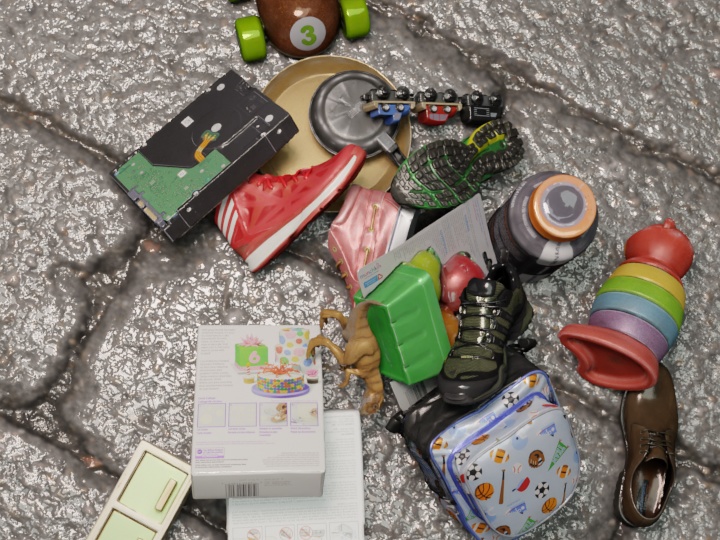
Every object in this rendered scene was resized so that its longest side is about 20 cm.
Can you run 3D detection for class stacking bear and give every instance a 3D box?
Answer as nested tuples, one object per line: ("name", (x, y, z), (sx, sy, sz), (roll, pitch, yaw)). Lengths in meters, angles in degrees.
("stacking bear", (0.337, 0.032, 1.331), (0.113, 0.122, 0.200), (10, 60, 38))

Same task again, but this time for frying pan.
("frying pan", (0.007, -0.159, 1.351), (0.115, 0.031, 0.191), (-21, 79, -8))

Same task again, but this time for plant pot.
("plant pot", (-0.037, -0.168, 1.374), (0.199, 0.027, 0.201), (1, 81, -4))

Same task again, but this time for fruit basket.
("fruit basket", (0.087, 0.034, 1.281), (0.200, 0.094, 0.186), (-37, 121, -36))

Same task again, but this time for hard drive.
("hard drive", (-0.186, -0.139, 1.313), (0.200, 0.038, 0.140), (-42, 49, -10))

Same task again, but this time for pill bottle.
("pill bottle", (0.212, -0.052, 1.287), (0.106, 0.200, 0.107), (1, 80, -4))

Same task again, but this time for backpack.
("backpack", (0.160, 0.209, 1.247), (0.200, 0.154, 0.191), (-30, 125, -7))

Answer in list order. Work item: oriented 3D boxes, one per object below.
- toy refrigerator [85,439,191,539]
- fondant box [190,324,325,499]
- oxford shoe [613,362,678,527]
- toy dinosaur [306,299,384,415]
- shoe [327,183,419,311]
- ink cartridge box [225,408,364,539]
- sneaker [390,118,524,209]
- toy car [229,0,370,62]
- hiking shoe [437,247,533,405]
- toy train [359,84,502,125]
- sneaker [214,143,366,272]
("toy refrigerator", (-0.261, 0.298, 1.251), (0.076, 0.070, 0.200), (28, 78, 1))
("fondant box", (-0.115, 0.155, 1.250), (0.144, 0.058, 0.201), (0, 51, -5))
("oxford shoe", (0.349, 0.204, 1.314), (0.072, 0.084, 0.201), (6, 78, -2))
("toy dinosaur", (-0.004, 0.074, 1.220), (0.106, 0.200, 0.060), (17, 49, 23))
("shoe", (0.000, 0.000, 1.321), (0.091, 0.071, 0.201), (18, 93, 9))
("ink cartridge box", (-0.077, 0.264, 1.286), (0.162, 0.057, 0.201), (-2, 84, -5))
("sneaker", (0.109, -0.113, 1.320), (0.200, 0.085, 0.078), (-24, 85, -39))
("toy car", (-0.077, -0.355, 1.315), (0.164, 0.200, 0.158), (-14, 81, -7))
("hiking shoe", (0.126, 0.061, 1.207), (0.075, 0.200, 0.101), (-2, 123, 29))
("toy train", (0.089, -0.199, 1.357), (0.199, 0.034, 0.046), (-2, 89, -28))
("sneaker", (-0.095, -0.101, 1.303), (0.200, 0.078, 0.116), (-44, 90, 11))
